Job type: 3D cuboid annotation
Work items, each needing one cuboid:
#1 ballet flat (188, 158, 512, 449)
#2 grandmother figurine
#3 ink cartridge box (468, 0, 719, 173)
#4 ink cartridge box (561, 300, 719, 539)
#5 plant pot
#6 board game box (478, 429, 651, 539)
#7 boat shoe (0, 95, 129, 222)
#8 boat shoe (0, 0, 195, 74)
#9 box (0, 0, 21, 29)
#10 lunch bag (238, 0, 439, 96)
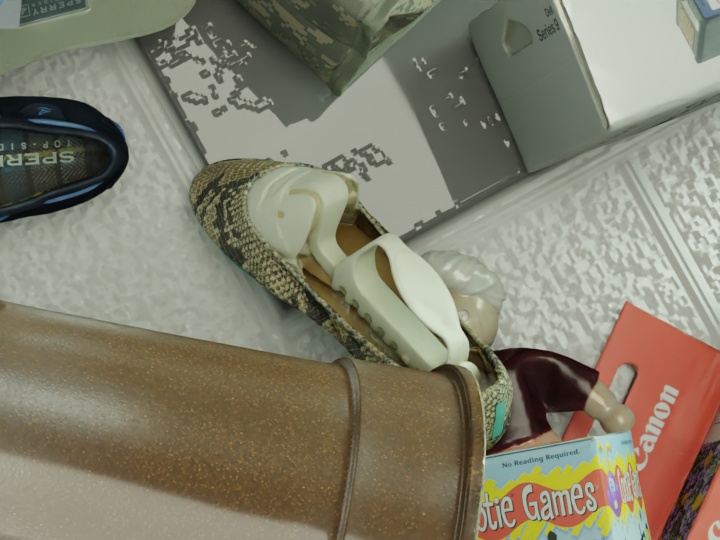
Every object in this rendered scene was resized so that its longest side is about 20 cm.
[{"bbox_3d":[0.000,0.000,1.288,0.068,0.075,0.200,-35,69,-27],"label":"ballet flat"},{"bbox_3d":[0.071,0.083,1.327,0.121,0.061,0.200,-21,86,-5],"label":"grandmother figurine"},{"bbox_3d":[0.169,-0.126,1.333,0.200,0.145,0.088,-20,88,-14],"label":"ink cartridge box"},{"bbox_3d":[0.202,0.102,1.358,0.200,0.050,0.109,27,79,-7],"label":"ink cartridge box"},{"bbox_3d":[-0.077,0.106,1.099,0.198,0.200,0.200,17,80,-11],"label":"plant pot"},{"bbox_3d":[0.084,0.179,1.240,0.103,0.105,0.200,-12,86,14],"label":"board game box"},{"bbox_3d":[-0.207,-0.052,1.281,0.200,0.069,0.084,-15,98,-11],"label":"boat shoe"},{"bbox_3d":[-0.176,-0.129,1.300,0.201,0.072,0.070,-12,110,-22],"label":"boat shoe"},{"bbox_3d":[-0.237,-0.175,1.240,0.156,0.200,0.041,0,126,-14],"label":"box"},{"bbox_3d":[0.008,-0.213,1.328,0.164,0.118,0.200,44,70,3],"label":"lunch bag"}]
